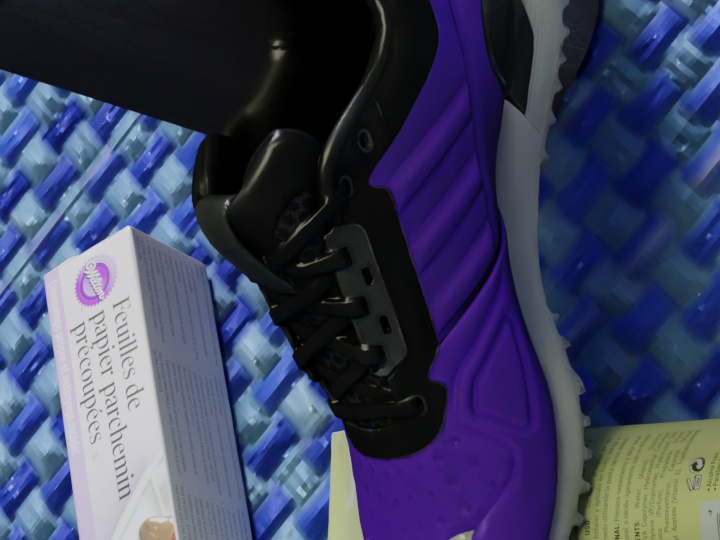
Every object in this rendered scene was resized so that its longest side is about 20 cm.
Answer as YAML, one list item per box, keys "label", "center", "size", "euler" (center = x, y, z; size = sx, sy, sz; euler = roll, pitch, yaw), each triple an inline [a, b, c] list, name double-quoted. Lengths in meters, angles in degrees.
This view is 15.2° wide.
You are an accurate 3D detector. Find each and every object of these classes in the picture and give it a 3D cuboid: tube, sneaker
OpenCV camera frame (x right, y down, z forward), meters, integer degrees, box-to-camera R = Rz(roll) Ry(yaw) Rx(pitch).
- label: "tube"
  center: [0.064, 0.070, 0.722]
  size: [0.200, 0.052, 0.058]
  euler: [-12, 29, 40]
- label: "sneaker"
  center: [0.000, 0.000, 0.691]
  size: [0.069, 0.099, 0.201]
  euler: [-4, 88, 48]

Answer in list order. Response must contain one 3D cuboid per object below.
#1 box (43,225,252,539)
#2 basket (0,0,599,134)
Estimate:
- label: "box"
  center: [-0.059, 0.082, 0.820]
  size: [0.039, 0.041, 0.201]
  euler: [-29, 55, 26]
- label: "basket"
  center: [-0.031, -0.108, 0.772]
  size: [0.136, 0.200, 0.181]
  euler: [17, 80, 43]
